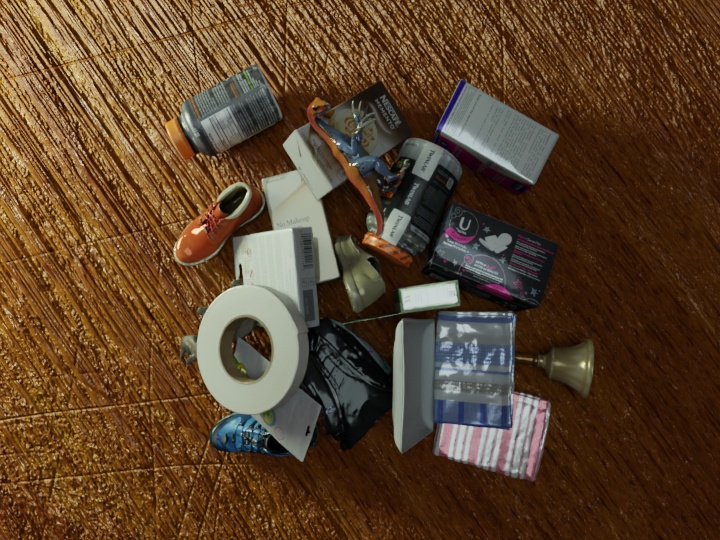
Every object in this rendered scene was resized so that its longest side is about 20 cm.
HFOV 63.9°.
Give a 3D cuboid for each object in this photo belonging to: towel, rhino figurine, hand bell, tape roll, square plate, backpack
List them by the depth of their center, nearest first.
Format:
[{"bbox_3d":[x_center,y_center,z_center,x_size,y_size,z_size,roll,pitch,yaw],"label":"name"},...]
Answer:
[{"bbox_3d":[-0.174,0.126,0.927,0.198,0.037,0.209,-1,88,24],"label":"tape roll"},{"bbox_3d":[0.090,0.183,0.971,0.028,0.197,0.206,0,86,21],"label":"square plate"},{"bbox_3d":[-0.038,0.181,0.998,0.166,0.127,0.201,-42,86,-15],"label":"backpack"},{"bbox_3d":[-0.257,0.107,1.017,0.198,0.059,0.089,-37,67,20],"label":"rhino figurine"},{"bbox_3d":[0.200,0.171,1.020,0.143,0.024,0.206,1,78,18],"label":"towel"},{"bbox_3d":[0.305,0.159,1.033,0.194,0.104,0.107,7,86,14],"label":"hand bell"},{"bbox_3d":[0.236,0.282,1.041,0.195,0.030,0.150,14,86,4],"label":"towel"}]

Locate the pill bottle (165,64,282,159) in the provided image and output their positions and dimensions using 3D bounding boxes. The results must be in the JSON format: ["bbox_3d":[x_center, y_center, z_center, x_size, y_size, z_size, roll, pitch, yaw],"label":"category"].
[{"bbox_3d":[-0.248,-0.277,1.039,0.197,0.106,0.108,-28,86,-2],"label":"pill bottle"}]

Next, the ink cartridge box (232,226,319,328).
[{"bbox_3d":[-0.150,0.015,1.000,0.046,0.197,0.165,-7,93,-40],"label":"ink cartridge box"}]

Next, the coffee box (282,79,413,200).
[{"bbox_3d":[-0.020,-0.229,1.008,0.199,0.079,0.116,-38,98,-25],"label":"coffee box"}]

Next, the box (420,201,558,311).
[{"bbox_3d":[0.221,-0.021,1.009,0.196,0.132,0.117,22,83,1],"label":"box"}]

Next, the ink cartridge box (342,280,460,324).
[{"bbox_3d":[0.065,0.055,0.996,0.194,0.146,0.049,-7,86,0],"label":"ink cartridge box"}]

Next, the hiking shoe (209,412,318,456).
[{"bbox_3d":[-0.172,0.285,1.009,0.194,0.087,0.077,-4,86,0],"label":"hiking shoe"}]

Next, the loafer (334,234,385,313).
[{"bbox_3d":[0.000,0.000,0.987,0.066,0.202,0.077,-15,124,-2],"label":"loafer"}]

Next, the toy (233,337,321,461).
[{"bbox_3d":[-0.141,0.208,0.971,0.198,0.047,0.118,32,117,24],"label":"toy"}]

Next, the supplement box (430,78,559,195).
[{"bbox_3d":[0.237,-0.236,1.039,0.197,0.101,0.105,28,87,2],"label":"supplement box"}]

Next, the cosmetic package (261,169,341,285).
[{"bbox_3d":[-0.105,-0.072,1.042,0.101,0.073,0.205,-15,87,-1],"label":"cosmetic package"}]

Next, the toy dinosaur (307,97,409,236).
[{"bbox_3d":[-0.014,-0.185,0.915,0.177,0.105,0.205,20,85,-3],"label":"toy dinosaur"}]

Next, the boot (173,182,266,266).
[{"bbox_3d":[-0.261,-0.086,1.027,0.199,0.107,0.075,-41,88,-1],"label":"boot"}]

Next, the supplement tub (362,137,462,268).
[{"bbox_3d":[0.088,-0.117,1.020,0.120,0.123,0.204,27,86,2],"label":"supplement tub"}]
